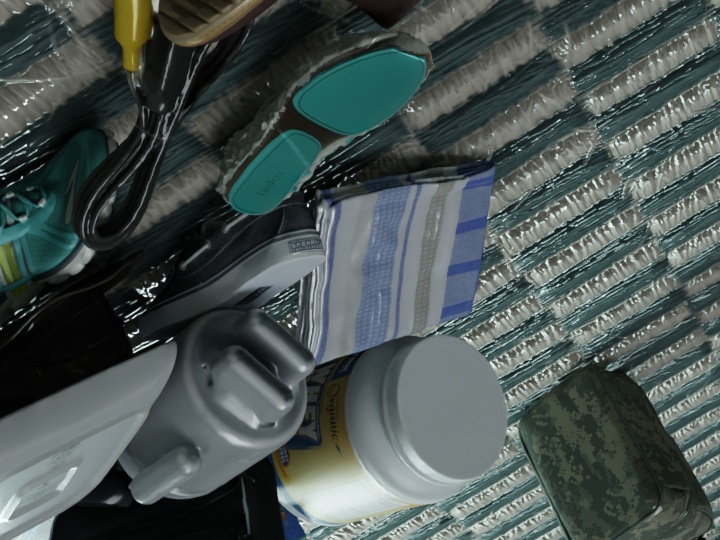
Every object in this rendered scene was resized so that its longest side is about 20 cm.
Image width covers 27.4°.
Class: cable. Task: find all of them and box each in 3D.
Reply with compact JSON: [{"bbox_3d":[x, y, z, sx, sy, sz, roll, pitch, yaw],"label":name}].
[{"bbox_3d":[-0.129,-0.109,0.929,0.097,0.050,0.201,-10,132,-46],"label":"cable"}]

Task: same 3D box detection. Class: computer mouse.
[{"bbox_3d":[-0.274,0.172,1.211,0.198,0.034,0.059,0,167,15],"label":"computer mouse"}]

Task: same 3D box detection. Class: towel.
[{"bbox_3d":[0.030,-0.007,1.168,0.199,0.024,0.148,-14,121,-42],"label":"towel"}]

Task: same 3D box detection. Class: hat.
[{"bbox_3d":[-0.220,0.069,1.052,0.200,0.081,0.201,-33,-177,2],"label":"hat"}]

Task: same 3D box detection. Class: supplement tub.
[{"bbox_3d":[0.017,0.139,1.290,0.144,0.146,0.200,2,163,-39],"label":"supplement tub"}]

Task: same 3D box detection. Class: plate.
[{"bbox_3d":[-0.227,0.141,1.020,0.199,0.032,0.200,-25,161,-43],"label":"plate"}]

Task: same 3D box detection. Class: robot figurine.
[{"bbox_3d":[-0.118,0.104,1.125,0.200,0.113,0.170,-36,-166,44],"label":"robot figurine"}]

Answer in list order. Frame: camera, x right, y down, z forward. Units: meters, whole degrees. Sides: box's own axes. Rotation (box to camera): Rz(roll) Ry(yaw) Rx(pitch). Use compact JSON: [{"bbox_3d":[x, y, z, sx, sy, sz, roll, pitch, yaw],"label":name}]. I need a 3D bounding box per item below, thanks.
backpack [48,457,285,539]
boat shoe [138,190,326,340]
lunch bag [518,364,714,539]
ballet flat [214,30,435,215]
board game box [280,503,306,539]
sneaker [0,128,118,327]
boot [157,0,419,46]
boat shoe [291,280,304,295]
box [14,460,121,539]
[{"bbox_3d":[-0.159,0.244,1.246,0.199,0.179,0.151,-19,150,10],"label":"backpack"},{"bbox_3d":[-0.106,-0.004,1.121,0.071,0.068,0.200,-4,161,-43],"label":"boat shoe"},{"bbox_3d":[0.291,0.219,1.624,0.167,0.201,0.139,14,131,-46],"label":"lunch bag"},{"bbox_3d":[-0.033,-0.113,0.999,0.071,0.072,0.200,9,144,-45],"label":"ballet flat"},{"bbox_3d":[-0.100,0.251,1.431,0.034,0.136,0.201,-22,149,-20],"label":"board game box"},{"bbox_3d":[-0.235,-0.023,0.987,0.200,0.078,0.079,-40,138,20],"label":"sneaker"},{"bbox_3d":[-0.014,-0.182,0.896,0.200,0.072,0.166,-46,150,3],"label":"boot"},{"bbox_3d":[0.000,0.000,1.212,0.065,0.074,0.200,-42,157,15],"label":"boat shoe"},{"bbox_3d":[-0.239,0.184,1.312,0.158,0.046,0.200,2,138,-38],"label":"box"}]
